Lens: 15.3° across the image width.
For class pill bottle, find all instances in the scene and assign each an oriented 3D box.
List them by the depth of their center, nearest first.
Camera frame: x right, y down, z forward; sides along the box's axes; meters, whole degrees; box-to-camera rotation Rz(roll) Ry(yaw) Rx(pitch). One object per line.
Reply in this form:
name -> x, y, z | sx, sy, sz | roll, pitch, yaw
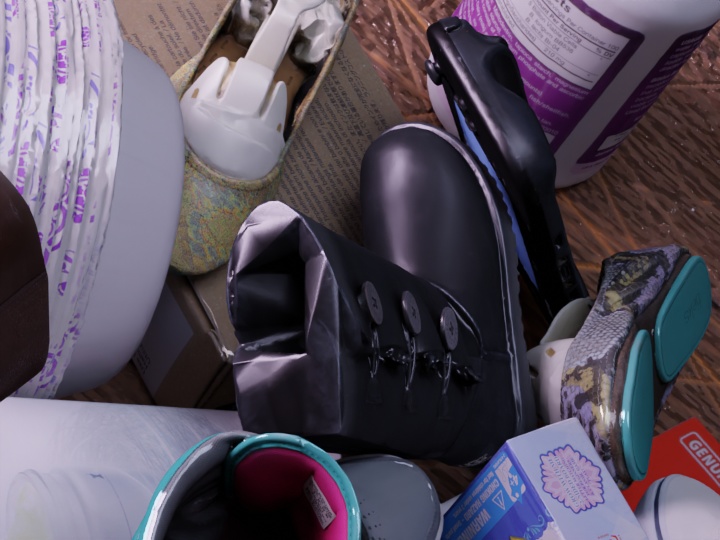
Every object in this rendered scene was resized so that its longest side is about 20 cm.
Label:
pill bottle -> 0.121, -0.141, 1.349 | 0.112, 0.200, 0.113 | 15, 50, -19

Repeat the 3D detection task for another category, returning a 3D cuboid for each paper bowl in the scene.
paper bowl -> -0.140, -0.027, 1.112 | 0.104, 0.201, 0.201 | 12, 51, -21

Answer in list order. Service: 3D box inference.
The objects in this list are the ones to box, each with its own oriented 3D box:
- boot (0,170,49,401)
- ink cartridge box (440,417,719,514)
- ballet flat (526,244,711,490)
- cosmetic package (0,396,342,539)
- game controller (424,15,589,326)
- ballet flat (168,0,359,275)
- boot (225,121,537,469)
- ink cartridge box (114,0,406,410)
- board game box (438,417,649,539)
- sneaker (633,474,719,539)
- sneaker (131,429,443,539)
boot -> -0.162, 0.076, 0.942 | 0.064, 0.187, 0.200 | 6, 32, 26
ink cartridge box -> 0.140, 0.154, 1.155 | 0.173, 0.044, 0.200 | -26, 57, -23
ballet flat -> 0.109, 0.045, 1.206 | 0.072, 0.072, 0.200 | 37, 27, 1
cosmetic package -> -0.102, 0.164, 1.044 | 0.199, 0.123, 0.200 | 4, 54, -25
game controller -> 0.072, -0.038, 1.264 | 0.042, 0.200, 0.105 | -20, 63, 3
ballet flat -> -0.049, -0.084, 1.200 | 0.071, 0.071, 0.200 | 30, 47, -6
boot -> 0.000, 0.001, 1.108 | 0.200, 0.065, 0.165 | 13, 56, -60
ink cartridge box -> -0.055, -0.038, 1.258 | 0.164, 0.075, 0.200 | -15, 66, -35
board game box -> 0.077, 0.195, 1.067 | 0.041, 0.200, 0.200 | -15, 63, -36
sneaker -> 0.169, 0.131, 1.080 | 0.073, 0.071, 0.200 | 25, 18, -25
sneaker -> -0.024, 0.098, 0.971 | 0.084, 0.121, 0.200 | 48, 47, 11
